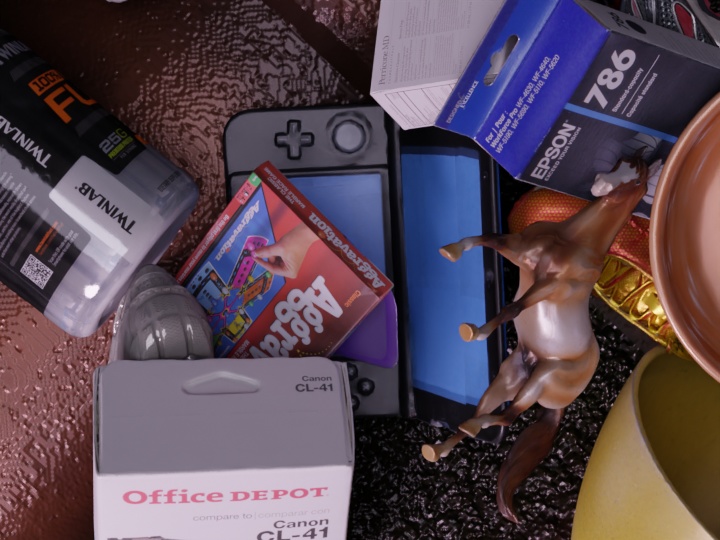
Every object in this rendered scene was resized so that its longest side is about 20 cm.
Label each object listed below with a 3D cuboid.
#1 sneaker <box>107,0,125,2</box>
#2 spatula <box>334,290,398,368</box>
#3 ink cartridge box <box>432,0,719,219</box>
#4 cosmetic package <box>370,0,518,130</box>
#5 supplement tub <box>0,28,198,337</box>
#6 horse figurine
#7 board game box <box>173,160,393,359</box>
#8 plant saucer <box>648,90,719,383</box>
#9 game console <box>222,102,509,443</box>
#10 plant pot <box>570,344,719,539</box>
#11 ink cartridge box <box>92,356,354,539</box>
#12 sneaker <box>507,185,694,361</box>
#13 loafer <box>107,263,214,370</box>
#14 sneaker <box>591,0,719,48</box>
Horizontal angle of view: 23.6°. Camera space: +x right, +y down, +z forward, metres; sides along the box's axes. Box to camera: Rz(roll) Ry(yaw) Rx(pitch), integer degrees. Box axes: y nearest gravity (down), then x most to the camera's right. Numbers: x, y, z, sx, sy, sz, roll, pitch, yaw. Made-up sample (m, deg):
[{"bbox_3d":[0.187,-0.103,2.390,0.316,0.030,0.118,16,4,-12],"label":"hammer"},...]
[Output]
[{"bbox_3d":[-0.073,-0.219,1.047,0.200,0.075,0.089,-41,104,7],"label":"sneaker"},{"bbox_3d":[-0.060,0.021,1.057,0.200,0.021,0.057,5,103,29],"label":"spatula"},{"bbox_3d":[0.147,-0.083,0.935,0.200,0.039,0.100,14,121,-29],"label":"ink cartridge box"},{"bbox_3d":[0.061,-0.183,0.991,0.082,0.051,0.200,-5,65,26],"label":"cosmetic package"},{"bbox_3d":[-0.208,-0.063,1.046,0.200,0.123,0.123,38,98,-2],"label":"supplement tub"},{"bbox_3d":[0.095,0.035,0.939,0.050,0.132,0.200,29,131,38],"label":"horse figurine"},{"bbox_3d":[-0.068,0.032,1.039,0.103,0.019,0.200,44,133,3],"label":"board game box"},{"bbox_3d":[0.253,-0.021,0.925,0.200,0.037,0.201,0,99,1],"label":"plant saucer"},{"bbox_3d":[0.000,0.000,1.040,0.170,0.118,0.201,-3,96,4],"label":"game console"},{"bbox_3d":[0.204,0.162,1.024,0.200,0.200,0.142,36,124,0],"label":"plant pot"},{"bbox_3d":[-0.083,0.148,1.018,0.147,0.086,0.200,-2,137,-7],"label":"ink cartridge box"},{"bbox_3d":[0.179,0.007,1.007,0.200,0.077,0.073,24,127,-4],"label":"sneaker"},{"bbox_3d":[-0.122,0.082,1.058,0.070,0.070,0.200,-6,136,-19],"label":"loafer"},{"bbox_3d":[0.175,-0.130,1.017,0.075,0.081,0.200,-33,97,-34],"label":"sneaker"}]
